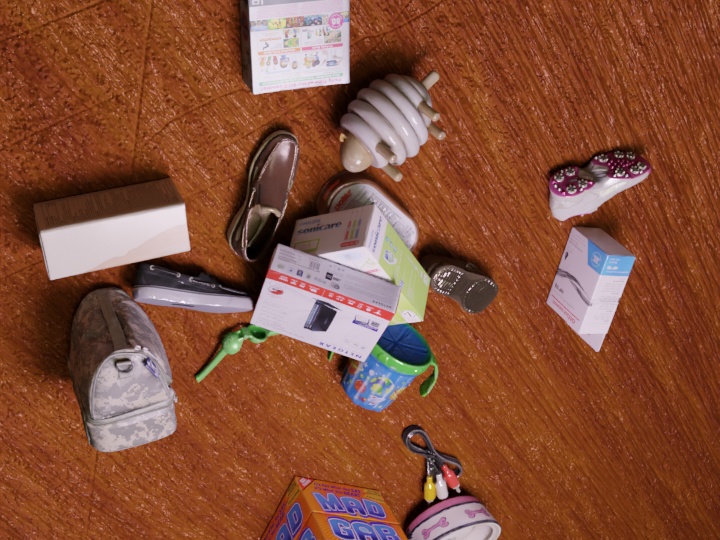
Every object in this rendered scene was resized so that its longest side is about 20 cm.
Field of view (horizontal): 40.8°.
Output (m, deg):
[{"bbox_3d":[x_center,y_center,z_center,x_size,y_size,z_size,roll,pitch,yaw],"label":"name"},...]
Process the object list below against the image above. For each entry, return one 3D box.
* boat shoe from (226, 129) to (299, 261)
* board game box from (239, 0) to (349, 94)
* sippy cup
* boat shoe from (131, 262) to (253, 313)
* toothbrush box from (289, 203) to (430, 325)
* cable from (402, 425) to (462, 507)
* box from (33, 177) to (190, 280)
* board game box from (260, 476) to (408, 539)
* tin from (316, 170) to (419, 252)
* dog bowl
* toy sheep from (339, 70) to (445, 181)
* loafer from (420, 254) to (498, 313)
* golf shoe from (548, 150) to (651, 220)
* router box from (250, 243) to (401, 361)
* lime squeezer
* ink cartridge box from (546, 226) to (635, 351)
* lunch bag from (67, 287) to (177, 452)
[{"bbox_3d":[-0.134,-0.105,1.442,0.074,0.075,0.204,10,113,-30],"label":"boat shoe"},{"bbox_3d":[-0.090,-0.353,1.326,0.146,0.064,0.202,-10,121,-19],"label":"board game box"},{"bbox_3d":[0.035,0.164,1.656,0.131,0.177,0.139,-58,166,27],"label":"sippy cup"},{"bbox_3d":[-0.250,0.028,1.475,0.198,0.068,0.057,10,76,-35],"label":"boat shoe"},{"bbox_3d":[0.000,0.000,1.510,0.144,0.087,0.200,-9,139,29],"label":"toothbrush box"},{"bbox_3d":[0.147,0.372,1.873,0.096,0.050,0.201,-26,128,-7],"label":"cable"},{"bbox_3d":[-0.347,-0.061,1.356,0.198,0.095,0.078,-12,124,-17],"label":"box"},{"bbox_3d":[-0.050,0.533,1.780,0.198,0.200,0.201,17,110,-32],"label":"board game box"},{"bbox_3d":[0.015,-0.078,1.555,0.112,0.042,0.200,-50,127,3],"label":"tin"},{"bbox_3d":[0.177,0.526,1.936,0.198,0.074,0.201,-18,144,-13],"label":"dog bowl"},{"bbox_3d":[0.047,-0.220,1.428,0.200,0.138,0.138,-42,128,-11],"label":"toy sheep"},{"bbox_3d":[0.171,0.015,1.669,0.076,0.068,0.200,-46,143,10],"label":"loafer"},{"bbox_3d":[0.413,-0.147,1.694,0.198,0.076,0.092,-16,139,-14],"label":"golf shoe"},{"bbox_3d":[-0.057,0.054,1.487,0.198,0.049,0.180,19,147,-5],"label":"router box"},{"bbox_3d":[-0.181,0.121,1.577,0.198,0.038,0.071,-25,126,-12],"label":"lime squeezer"},{"bbox_3d":[0.410,0.036,1.761,0.066,0.116,0.202,1,117,-26],"label":"ink cartridge box"},{"bbox_3d":[-0.350,0.138,1.405,0.138,0.200,0.169,-13,125,-18],"label":"lunch bag"}]
